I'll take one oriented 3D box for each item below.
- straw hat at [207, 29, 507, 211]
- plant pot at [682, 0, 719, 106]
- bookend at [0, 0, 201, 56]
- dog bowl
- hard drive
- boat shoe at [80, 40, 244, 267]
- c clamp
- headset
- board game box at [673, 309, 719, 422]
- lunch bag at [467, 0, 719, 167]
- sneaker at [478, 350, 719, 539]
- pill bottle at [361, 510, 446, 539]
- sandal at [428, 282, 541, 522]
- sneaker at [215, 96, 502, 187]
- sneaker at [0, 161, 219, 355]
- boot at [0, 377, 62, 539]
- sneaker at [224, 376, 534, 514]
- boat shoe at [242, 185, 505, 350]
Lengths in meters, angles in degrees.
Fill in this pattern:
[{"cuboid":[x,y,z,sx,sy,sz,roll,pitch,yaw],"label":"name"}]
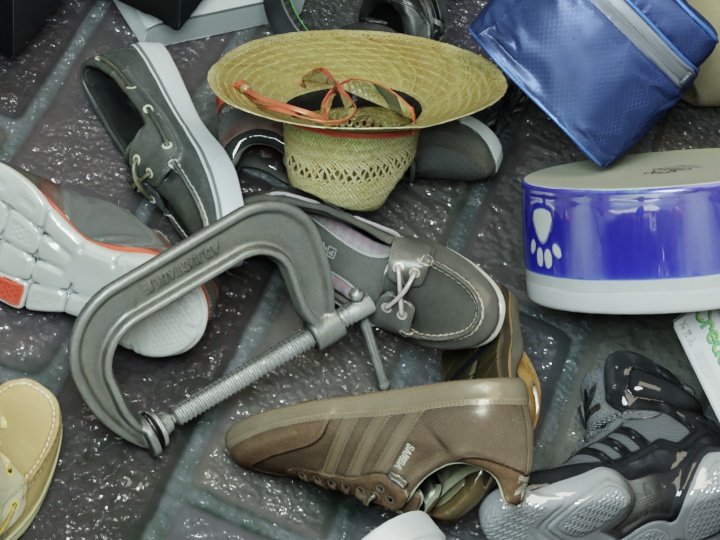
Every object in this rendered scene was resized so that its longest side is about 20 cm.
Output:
[{"cuboid":[-0.006,-0.085,1.485,0.199,0.086,0.201,2,22,-1],"label":"straw hat"},{"cuboid":[0.269,-0.198,1.702,0.134,0.200,0.200,-41,67,-4],"label":"plant pot"},{"cuboid":[-0.191,-0.216,1.576,0.199,0.092,0.199,25,54,10],"label":"bookend"},{"cuboid":[0.204,-0.028,1.505,0.198,0.080,0.200,-5,8,1],"label":"dog bowl"},{"cuboid":[-0.143,-0.250,1.695,0.131,0.026,0.201,-15,56,-29],"label":"hard drive"},{"cuboid":[-0.130,-0.073,1.520,0.056,0.069,0.201,-10,47,-23],"label":"boat shoe"},{"cuboid":[-0.077,0.047,1.395,0.199,0.172,0.027,-25,36,-19],"label":"c clamp"},{"cuboid":[0.026,-0.164,1.630,0.200,0.094,0.124,41,48,-4],"label":"headset"},{"cuboid":[0.277,0.119,1.465,0.126,0.035,0.201,26,33,-48],"label":"board game box"},{"cuboid":[0.166,-0.166,1.567,0.136,0.132,0.200,45,11,-3],"label":"lunch bag"},{"cuboid":[0.146,0.115,1.443,0.199,0.076,0.114,-4,50,-29],"label":"sneaker"},{"cuboid":[0.066,0.232,1.288,0.104,0.105,0.200,-22,60,-33],"label":"pill bottle"},{"cuboid":[0.080,0.085,1.444,0.054,0.082,0.200,37,28,-15],"label":"sandal"},{"cuboid":[-0.004,-0.072,1.567,0.198,0.077,0.083,9,62,-2],"label":"sneaker"},{"cuboid":[-0.177,-0.013,1.450,0.199,0.077,0.082,31,22,7],"label":"sneaker"},{"cuboid":[-0.217,0.098,1.272,0.072,0.156,0.200,31,47,9],"label":"boot"},{"cuboid":[0.008,0.111,1.356,0.070,0.199,0.076,7,74,-59],"label":"sneaker"},{"cuboid":[0.000,0.000,1.465,0.199,0.067,0.057,27,17,35],"label":"boat shoe"}]
